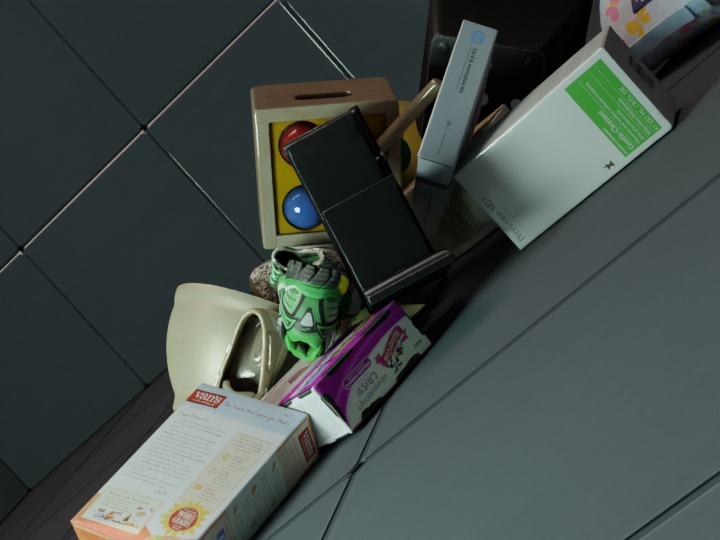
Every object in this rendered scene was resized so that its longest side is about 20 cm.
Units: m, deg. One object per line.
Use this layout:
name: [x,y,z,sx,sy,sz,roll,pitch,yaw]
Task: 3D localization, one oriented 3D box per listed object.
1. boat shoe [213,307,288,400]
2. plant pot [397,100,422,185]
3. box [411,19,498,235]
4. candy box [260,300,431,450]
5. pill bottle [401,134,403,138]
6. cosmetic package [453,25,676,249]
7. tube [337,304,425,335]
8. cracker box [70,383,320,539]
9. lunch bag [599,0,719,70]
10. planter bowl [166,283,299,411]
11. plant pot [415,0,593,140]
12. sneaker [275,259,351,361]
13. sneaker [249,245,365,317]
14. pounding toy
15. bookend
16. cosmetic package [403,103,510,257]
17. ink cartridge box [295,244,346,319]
boat shoe: [-0.128,0.136,1.602,0.065,0.072,0.202,20,-93,-69]
plant pot: [0.069,-0.102,1.956,0.200,0.200,0.142,-43,30,-5]
box: [0.093,-0.143,1.589,0.200,0.041,0.157,97,-169,-71]
candy box: [-0.034,0.120,1.505,0.136,0.061,0.200,-45,7,-34]
pill bottle: [-0.022,-0.090,1.857,0.113,0.112,0.202,-57,-17,-69]
cosmetic package: [0.200,-0.129,1.500,0.200,0.108,0.085,-42,9,26]
tube: [0.014,0.062,1.695,0.200,0.051,0.059,177,101,-74]
cracker box: [-0.148,0.199,1.405,0.133,0.058,0.200,13,44,35]
lunch bag: [0.367,-0.328,1.746,0.201,0.127,0.169,-54,9,-33]
planter bowl: [-0.136,0.115,1.729,0.136,0.199,0.200,-70,14,-15]
plant pot: [0.160,-0.238,1.834,0.178,0.197,0.202,-63,-18,-60]
sneaker: [-0.055,0.047,1.515,0.200,0.077,0.086,84,-159,-81]
sneaker: [-0.067,-0.004,1.652,0.199,0.088,0.077,0,57,51]
pounding toy: [-0.015,-0.127,1.663,0.198,0.186,0.142,-5,22,-4]
bookend: [0.003,-0.069,1.485,0.092,0.201,0.199,-28,-5,-2]
cosmetic package: [0.123,-0.091,1.778,0.200,0.105,0.071,-36,10,41]
ink cartridge box: [0.000,0.000,1.725,0.108,0.051,0.200,-30,33,-5]
